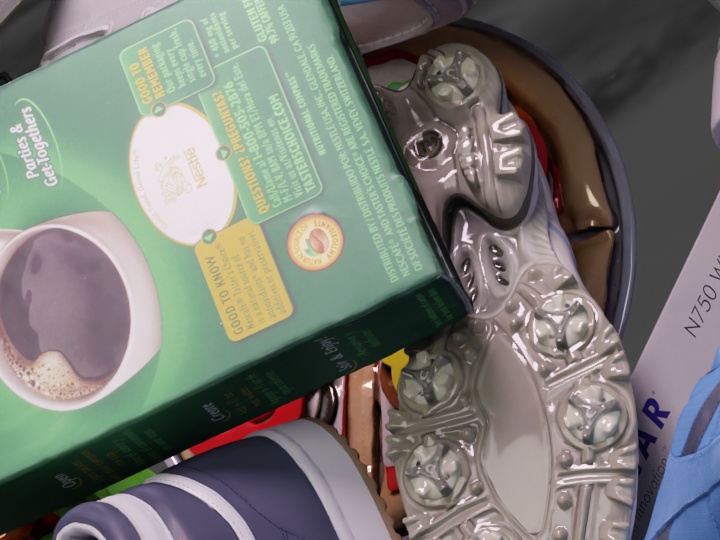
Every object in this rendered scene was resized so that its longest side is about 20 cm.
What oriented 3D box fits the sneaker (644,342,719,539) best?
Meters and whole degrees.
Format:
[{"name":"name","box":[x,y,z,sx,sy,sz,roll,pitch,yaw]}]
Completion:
[{"name":"sneaker","box":[0.110,0.075,0.756,0.066,0.201,0.079,8,46,-12]}]

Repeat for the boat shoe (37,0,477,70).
[{"name":"boat shoe","box":[-0.043,-0.087,0.960,0.199,0.072,0.069,3,65,38]}]

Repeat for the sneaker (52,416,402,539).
[{"name":"sneaker","box":[-0.018,0.141,0.769,0.201,0.108,0.070,61,140,21]}]

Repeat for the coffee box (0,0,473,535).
[{"name":"coffee box","box":[-0.080,-0.001,0.816,0.199,0.044,0.123,-26,67,5]}]

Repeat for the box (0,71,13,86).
[{"name":"box","box":[-0.183,0.009,0.966,0.144,0.036,0.200,-36,18,12]}]

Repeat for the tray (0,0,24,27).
[{"name":"tray","box":[-0.160,-0.075,0.995,0.200,0.022,0.107,-53,10,-27]}]

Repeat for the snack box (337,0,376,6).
[{"name":"snack box","box":[0.036,-0.149,0.896,0.116,0.037,0.200,-10,28,-1]}]

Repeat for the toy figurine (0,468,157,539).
[{"name":"toy figurine","box":[-0.111,0.160,0.892,0.200,0.150,0.185,33,92,17]}]

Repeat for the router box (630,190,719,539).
[{"name":"router box","box":[0.156,0.069,0.775,0.180,0.049,0.201,46,131,32]}]

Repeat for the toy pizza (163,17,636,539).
[{"name":"toy pizza","box":[0.000,0.000,0.949,0.199,0.032,0.201,-9,68,24]}]

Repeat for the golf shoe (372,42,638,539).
[{"name":"golf shoe","box":[0.050,0.029,0.843,0.078,0.097,0.201,-17,61,12]}]

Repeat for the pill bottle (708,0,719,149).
[{"name":"pill bottle","box":[0.164,-0.134,0.861,0.119,0.120,0.201,-1,73,27]}]
